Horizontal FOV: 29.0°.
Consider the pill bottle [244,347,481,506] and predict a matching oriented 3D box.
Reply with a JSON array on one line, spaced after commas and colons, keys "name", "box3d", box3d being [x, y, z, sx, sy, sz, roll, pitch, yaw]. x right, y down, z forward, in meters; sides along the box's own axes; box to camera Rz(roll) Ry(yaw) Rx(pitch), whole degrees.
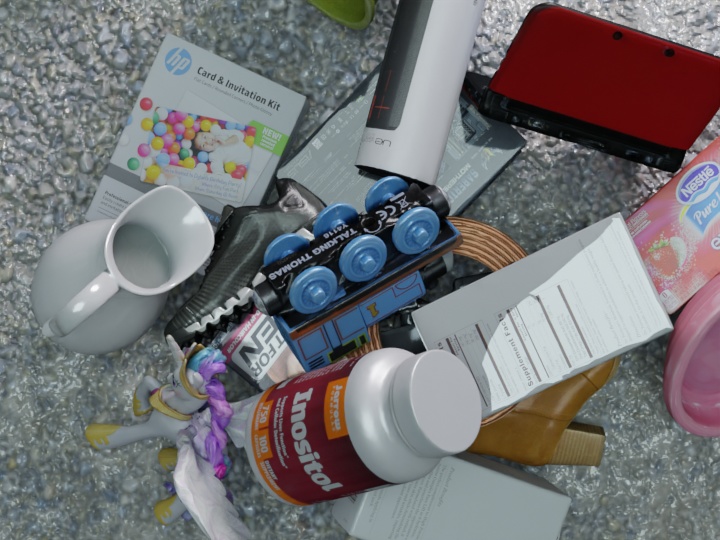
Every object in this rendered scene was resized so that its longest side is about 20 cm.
[{"name": "pill bottle", "box3d": [0.002, 0.130, 1.183, 0.199, 0.112, 0.114, -22, 86, 43]}]

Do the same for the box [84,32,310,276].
[{"name": "box", "box3d": [-0.159, -0.108, 1.368, 0.155, 0.041, 0.202, 25, 89, 3]}]

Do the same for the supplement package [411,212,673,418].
[{"name": "supplement package", "box3d": [0.161, 0.044, 1.222, 0.198, 0.114, 0.111, -26, 83, 10]}]

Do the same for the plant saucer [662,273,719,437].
[{"name": "plant saucer", "box3d": [0.357, 0.062, 1.281, 0.200, 0.201, 0.051, -39, 46, 1]}]

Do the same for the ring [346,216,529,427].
[{"name": "ring", "box3d": [0.081, 0.050, 1.305, 0.198, 0.019, 0.203, 0, 85, 4]}]

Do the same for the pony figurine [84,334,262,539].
[{"name": "pony figurine", "box3d": [-0.147, 0.163, 1.285, 0.193, 0.200, 0.166, 49, 47, -2]}]

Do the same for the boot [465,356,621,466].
[{"name": "boot", "box3d": [0.172, 0.086, 1.329, 0.142, 0.071, 0.204, 9, 93, 3]}]

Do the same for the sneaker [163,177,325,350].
[{"name": "sneaker", "box3d": [-0.113, -0.011, 1.294, 0.199, 0.066, 0.091, -39, 83, -5]}]

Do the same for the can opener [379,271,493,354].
[{"name": "can opener", "box3d": [0.109, 0.039, 1.341, 0.197, 0.053, 0.068, -10, 85, 2]}]

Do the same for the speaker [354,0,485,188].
[{"name": "speaker", "box3d": [0.057, -0.179, 1.288, 0.080, 0.081, 0.202, 16, 89, 4]}]

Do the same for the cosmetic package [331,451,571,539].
[{"name": "cosmetic package", "box3d": [0.085, 0.220, 1.301, 0.198, 0.074, 0.103, 22, 92, -17]}]

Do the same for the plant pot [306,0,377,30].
[{"name": "plant pot", "box3d": [-0.001, -0.364, 1.305, 0.200, 0.200, 0.184, 43, 80, 3]}]

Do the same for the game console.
[{"name": "game console", "box3d": [0.209, -0.174, 1.252, 0.198, 0.173, 0.120, 16, 108, -12]}]

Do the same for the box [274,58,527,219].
[{"name": "box", "box3d": [0.039, -0.106, 1.351, 0.158, 0.051, 0.200, 44, 90, 4]}]

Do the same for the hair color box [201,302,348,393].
[{"name": "hair color box", "box3d": [-0.049, 0.090, 1.346, 0.199, 0.061, 0.100, 38, 90, 3]}]

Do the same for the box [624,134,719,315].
[{"name": "box", "box3d": [0.331, -0.057, 1.295, 0.200, 0.100, 0.096, -42, 80, 8]}]

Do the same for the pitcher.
[{"name": "pitcher", "box3d": [-0.242, 0.019, 1.272, 0.171, 0.199, 0.122, -41, 98, -38]}]

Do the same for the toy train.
[{"name": "toy train", "box3d": [0.000, 0.000, 1.251, 0.199, 0.087, 0.115, -30, 132, -10]}]
